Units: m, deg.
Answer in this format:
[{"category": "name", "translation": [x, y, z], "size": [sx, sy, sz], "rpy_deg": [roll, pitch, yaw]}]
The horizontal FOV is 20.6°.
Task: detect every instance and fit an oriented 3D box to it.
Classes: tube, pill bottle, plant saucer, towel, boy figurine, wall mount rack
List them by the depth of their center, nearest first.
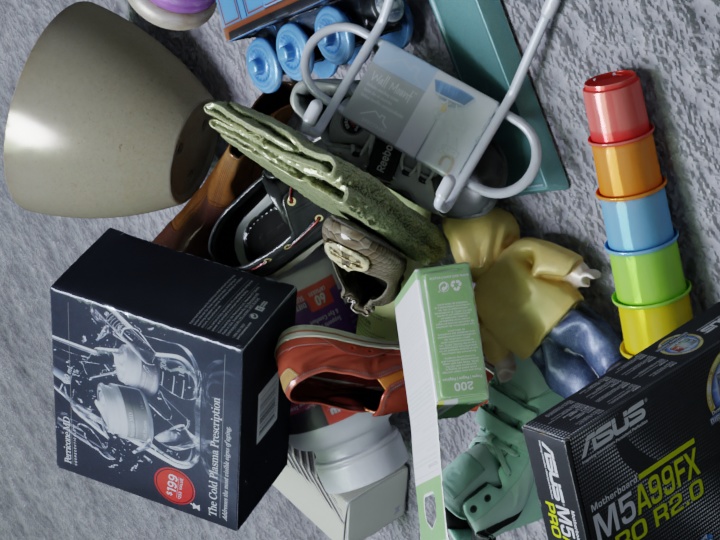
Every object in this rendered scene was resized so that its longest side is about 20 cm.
[{"category": "wall mount rack", "translation": [0.053, -0.145, 1.431], "size": [0.199, 0.174, 0.075], "rpy_deg": [30, -179, 10]}, {"category": "plant saucer", "translation": [0.095, -0.147, 1.477], "size": [0.070, 0.019, 0.201], "rpy_deg": [-4, 111, 58]}, {"category": "towel", "translation": [-0.020, -0.067, 1.494], "size": [0.148, 0.037, 0.200], "rpy_deg": [32, 179, 31]}, {"category": "boy figurine", "translation": [0.130, 0.029, 1.508], "size": [0.200, 0.064, 0.125], "rpy_deg": [48, 125, 25]}, {"category": "tube", "translation": [0.028, -0.012, 1.655], "size": [0.058, 0.052, 0.201], "rpy_deg": [14, 125, 9]}, {"category": "pill bottle", "translation": [-0.032, 0.091, 1.761], "size": [0.111, 0.111, 0.201], "rpy_deg": [-10, 106, 58]}]

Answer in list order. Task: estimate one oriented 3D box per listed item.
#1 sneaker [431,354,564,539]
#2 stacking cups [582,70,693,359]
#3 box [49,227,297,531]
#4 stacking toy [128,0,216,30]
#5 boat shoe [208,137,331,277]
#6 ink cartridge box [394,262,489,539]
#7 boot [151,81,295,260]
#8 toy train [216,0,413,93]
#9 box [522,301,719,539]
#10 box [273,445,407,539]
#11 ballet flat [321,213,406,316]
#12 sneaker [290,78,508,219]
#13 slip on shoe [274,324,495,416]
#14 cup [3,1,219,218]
[{"category": "sneaker", "translation": [0.109, 0.135, 1.579], "size": [0.074, 0.118, 0.201], "rpy_deg": [31, 136, 43]}, {"category": "stacking cups", "translation": [0.197, -0.040, 1.383], "size": [0.060, 0.060, 0.201], "rpy_deg": [13, 119, 52]}, {"category": "box", "translation": [-0.160, 0.093, 1.689], "size": [0.181, 0.104, 0.201], "rpy_deg": [17, 127, 18]}, {"category": "stacking toy", "translation": [-0.133, -0.294, 1.655], "size": [0.085, 0.085, 0.200], "rpy_deg": [52, 141, 17]}, {"category": "boat shoe", "translation": [-0.049, -0.060, 1.648], "size": [0.201, 0.063, 0.074], "rpy_deg": [-41, 62, 33]}, {"category": "ink cartridge box", "translation": [0.064, 0.105, 1.500], "size": [0.146, 0.048, 0.201], "rpy_deg": [121, 142, -79]}, {"category": "boot", "translation": [-0.125, -0.052, 1.729], "size": [0.068, 0.188, 0.200], "rpy_deg": [41, 148, 2]}, {"category": "toy train", "translation": [-0.037, -0.211, 1.560], "size": [0.200, 0.086, 0.115], "rpy_deg": [-13, 94, 56]}, {"category": "box", "translation": [0.208, 0.135, 1.351], "size": [0.044, 0.199, 0.161], "rpy_deg": [15, 125, 50]}, {"category": "box", "translation": [-0.049, 0.169, 1.879], "size": [0.200, 0.082, 0.069], "rpy_deg": [37, 140, 33]}, {"category": "ballet flat", "translation": [0.000, 0.000, 1.538], "size": [0.067, 0.046, 0.200], "rpy_deg": [33, 174, 9]}, {"category": "sneaker", "translation": [0.022, -0.095, 1.508], "size": [0.200, 0.088, 0.074], "rpy_deg": [28, 102, 40]}, {"category": "slip on shoe", "translation": [0.027, 0.094, 1.627], "size": [0.074, 0.199, 0.061], "rpy_deg": [110, 167, -50]}, {"category": "cup", "translation": [-0.213, -0.130, 1.811], "size": [0.143, 0.201, 0.201], "rpy_deg": [18, 133, 16]}]
